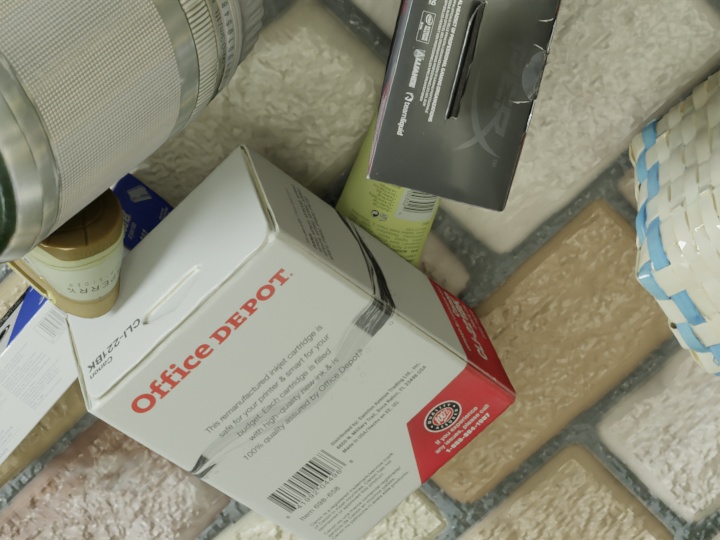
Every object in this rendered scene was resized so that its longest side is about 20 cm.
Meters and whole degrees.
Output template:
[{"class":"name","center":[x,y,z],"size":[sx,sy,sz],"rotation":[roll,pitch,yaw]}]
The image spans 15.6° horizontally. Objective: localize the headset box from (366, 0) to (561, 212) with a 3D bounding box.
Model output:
[{"class":"headset box","center":[0.058,-0.131,1.332],"size":[0.074,0.200,0.150],"rotation":[13,113,-1]}]

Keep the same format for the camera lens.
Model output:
[{"class":"camera lens","center":[-0.164,-0.112,1.304],"size":[0.159,0.200,0.161],"rotation":[29,141,27]}]

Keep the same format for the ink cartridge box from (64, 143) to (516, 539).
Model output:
[{"class":"ink cartridge box","center":[-0.038,0.047,1.410],"size":[0.144,0.084,0.200],"rotation":[-42,130,15]}]

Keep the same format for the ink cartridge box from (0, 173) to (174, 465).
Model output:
[{"class":"ink cartridge box","center":[-0.181,0.043,1.476],"size":[0.044,0.094,0.200],"rotation":[38,109,-13]}]

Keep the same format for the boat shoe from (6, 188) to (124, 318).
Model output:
[{"class":"boat shoe","center":[-0.186,-0.043,1.404],"size":[0.074,0.200,0.067],"rotation":[-20,131,-19]}]

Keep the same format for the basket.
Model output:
[{"class":"basket","center":[0.245,-0.048,1.372],"size":[0.199,0.177,0.139],"rotation":[-29,122,28]}]

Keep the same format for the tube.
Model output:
[{"class":"tube","center":[0.000,0.000,1.473],"size":[0.058,0.052,0.201],"rotation":[33,118,25]}]
